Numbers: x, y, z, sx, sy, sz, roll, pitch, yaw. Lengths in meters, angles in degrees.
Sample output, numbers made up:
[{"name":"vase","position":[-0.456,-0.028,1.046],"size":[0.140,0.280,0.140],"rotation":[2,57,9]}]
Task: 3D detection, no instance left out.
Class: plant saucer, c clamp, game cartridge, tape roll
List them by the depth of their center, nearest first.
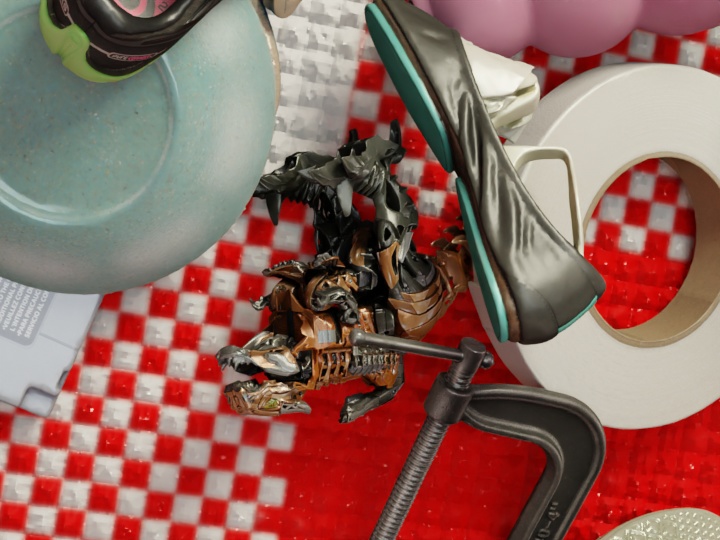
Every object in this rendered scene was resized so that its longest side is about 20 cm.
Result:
[{"name":"plant saucer","position":[-0.140,-0.079,0.764],"size":[0.198,0.039,0.203],"rotation":[-1,106,-2]},{"name":"game cartridge","position":[-0.181,-0.041,0.821],"size":[0.132,0.040,0.202],"rotation":[25,89,-17]},{"name":"c clamp","position":[0.044,0.121,0.857],"size":[0.169,0.027,0.202],"rotation":[7,118,-22]},{"name":"tape roll","position":[0.154,-0.014,0.876],"size":[0.201,0.037,0.205],"rotation":[-5,101,-26]}]

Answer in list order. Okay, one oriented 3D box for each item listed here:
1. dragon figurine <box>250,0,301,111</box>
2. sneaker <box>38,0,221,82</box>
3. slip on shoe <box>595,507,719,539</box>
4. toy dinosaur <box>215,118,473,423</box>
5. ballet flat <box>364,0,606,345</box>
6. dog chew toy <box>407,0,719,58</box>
[{"name":"dragon figurine","position":[-0.072,-0.169,0.819],"size":[0.058,0.099,0.202],"rotation":[-22,119,-13]},{"name":"sneaker","position":[-0.059,-0.163,0.710],"size":[0.077,0.084,0.201],"rotation":[41,73,-15]},{"name":"slip on shoe","position":[0.137,0.200,0.907],"size":[0.199,0.061,0.074],"rotation":[-30,74,-21]},{"name":"toy dinosaur","position":[0.000,0.000,0.842],"size":[0.200,0.101,0.137],"rotation":[-38,108,-51]},{"name":"ballet flat","position":[0.066,-0.059,0.794],"size":[0.068,0.068,0.202],"rotation":[-20,74,-4]},{"name":"dog chew toy","position":[0.121,-0.170,0.837],"size":[0.198,0.125,0.126],"rotation":[-21,100,-2]}]
